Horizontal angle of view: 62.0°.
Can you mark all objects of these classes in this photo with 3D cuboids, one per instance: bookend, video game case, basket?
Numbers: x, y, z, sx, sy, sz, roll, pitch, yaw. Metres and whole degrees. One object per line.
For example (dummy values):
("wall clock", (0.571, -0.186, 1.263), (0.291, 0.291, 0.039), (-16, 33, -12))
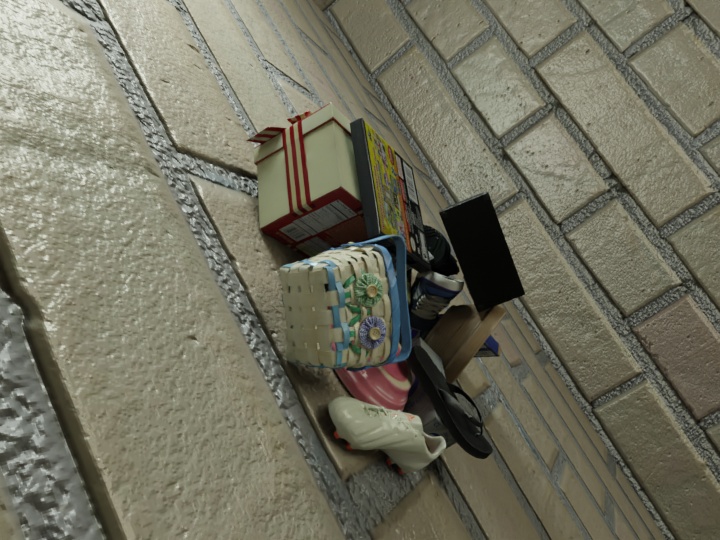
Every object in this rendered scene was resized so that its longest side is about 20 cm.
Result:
("bookend", (0.217, -0.056, 1.133), (0.199, 0.092, 0.201), (-84, 152, -72))
("video game case", (0.049, -0.113, 0.946), (0.181, 0.025, 0.201), (30, 47, -55))
("basket", (-0.002, 0.049, 0.783), (0.200, 0.139, 0.178), (-12, 98, -51))

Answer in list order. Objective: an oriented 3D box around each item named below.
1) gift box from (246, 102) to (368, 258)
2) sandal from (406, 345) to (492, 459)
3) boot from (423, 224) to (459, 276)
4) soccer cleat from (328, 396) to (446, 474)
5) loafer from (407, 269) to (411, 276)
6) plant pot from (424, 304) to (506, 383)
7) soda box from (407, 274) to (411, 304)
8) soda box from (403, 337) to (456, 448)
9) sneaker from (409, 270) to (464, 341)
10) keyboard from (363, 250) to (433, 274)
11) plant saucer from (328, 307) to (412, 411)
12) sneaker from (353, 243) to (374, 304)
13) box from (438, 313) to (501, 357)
("gift box", (-0.074, -0.140, 0.973), (0.184, 0.199, 0.188), (38, 38, -53))
("sandal", (0.141, 0.199, 0.915), (0.201, 0.043, 0.076), (55, 18, 4))
("boot", (0.141, -0.031, 1.191), (0.162, 0.074, 0.198), (32, -2, -41))
("soccer cleat", (0.035, 0.204, 0.778), (0.200, 0.077, 0.069), (40, 22, -39))
("loafer", (0.038, -0.075, 1.079), (0.073, 0.071, 0.201), (-26, 115, -40))
("plant pot", (0.185, 0.132, 1.152), (0.093, 0.201, 0.201), (38, 13, 14))
("soda box", (0.060, 0.021, 1.214), (0.068, 0.064, 0.200), (51, 17, -13))
("soda box", (0.105, 0.204, 0.990), (0.068, 0.063, 0.200), (45, 20, -25))
("sneaker", (0.131, 0.077, 1.152), (0.080, 0.147, 0.200), (18, -1, -8))
("keyboard", (0.066, -0.024, 0.999), (0.056, 0.011, 0.200), (45, 29, 14))
("plant saucer", (0.017, 0.127, 0.922), (0.201, 0.051, 0.201), (49, 18, -22))
("sneaker", (0.005, 0.023, 0.959), (0.074, 0.082, 0.200), (35, 26, -1))
("box", (0.208, 0.136, 1.309), (0.200, 0.121, 0.033), (40, 54, -40))
